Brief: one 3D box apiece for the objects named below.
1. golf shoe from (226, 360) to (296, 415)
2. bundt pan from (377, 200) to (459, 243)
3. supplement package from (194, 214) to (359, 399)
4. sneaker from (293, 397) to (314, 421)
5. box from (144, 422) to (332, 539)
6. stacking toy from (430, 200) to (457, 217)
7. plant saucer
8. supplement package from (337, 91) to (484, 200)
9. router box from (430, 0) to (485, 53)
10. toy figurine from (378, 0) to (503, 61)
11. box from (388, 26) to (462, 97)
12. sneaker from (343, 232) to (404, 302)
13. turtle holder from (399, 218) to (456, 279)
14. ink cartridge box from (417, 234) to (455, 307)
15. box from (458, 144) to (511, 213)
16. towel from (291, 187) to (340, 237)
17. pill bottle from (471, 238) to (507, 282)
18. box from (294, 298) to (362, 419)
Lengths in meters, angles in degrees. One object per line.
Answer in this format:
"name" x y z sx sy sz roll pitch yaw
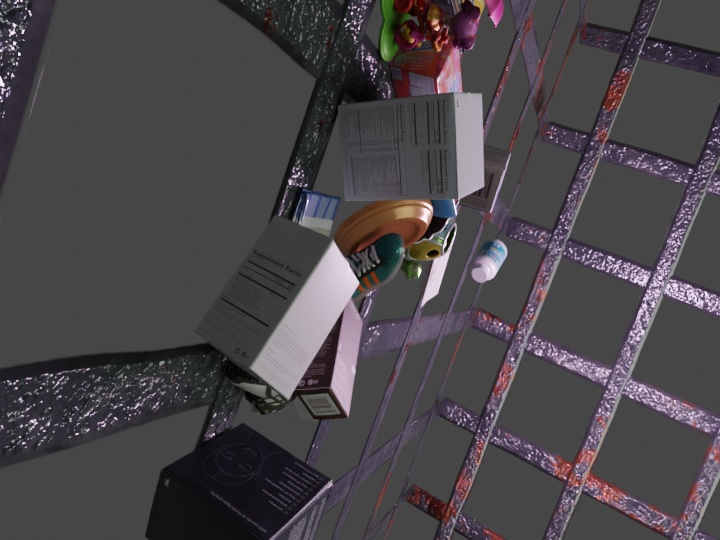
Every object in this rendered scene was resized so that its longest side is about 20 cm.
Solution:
"golf shoe" -0.159 0.198 0.923 0.096 0.077 0.199 -55 149 3
"bundt pan" 0.115 -0.165 1.171 0.197 0.075 0.208 -17 122 -29
"supplement package" -0.112 0.049 0.800 0.203 0.118 0.122 -57 147 -17
"sneaker" -0.097 0.179 1.087 0.117 0.071 0.204 -68 160 -48
"box" -0.179 0.362 0.861 0.195 0.196 0.127 -8 120 -65
"stacking toy" 0.170 -0.215 1.076 0.203 0.114 0.110 -57 148 -16
"plant saucer" 0.047 -0.071 1.047 0.195 0.038 0.201 -18 159 -7
"supplement package" 0.086 -0.200 0.916 0.151 0.195 0.156 -28 117 -58
"router box" 0.200 -0.554 1.105 0.161 0.051 0.199 -68 159 -1
"toy figurine" 0.135 -0.418 0.898 0.149 0.180 0.205 -28 137 -58
"box" 0.131 -0.346 1.071 0.096 0.101 0.201 -61 157 -14
"sneaker" 0.000 0.000 1.024 0.078 0.073 0.200 4 145 -40
"turtle holder" 0.143 -0.085 1.313 0.186 0.129 0.144 -45 151 -45
"ink cartridge box" 0.215 -0.010 1.683 0.175 0.044 0.206 -25 132 -62
"box" 0.241 -0.230 1.303 0.200 0.179 0.108 -49 154 -61
"towel" -0.091 -0.030 0.940 0.146 0.023 0.206 -4 113 -68
"pill bottle" 0.527 -0.036 2.333 0.200 0.108 0.113 -48 152 -42
"box" -0.052 0.145 0.991 0.101 0.073 0.204 64 25 -45
